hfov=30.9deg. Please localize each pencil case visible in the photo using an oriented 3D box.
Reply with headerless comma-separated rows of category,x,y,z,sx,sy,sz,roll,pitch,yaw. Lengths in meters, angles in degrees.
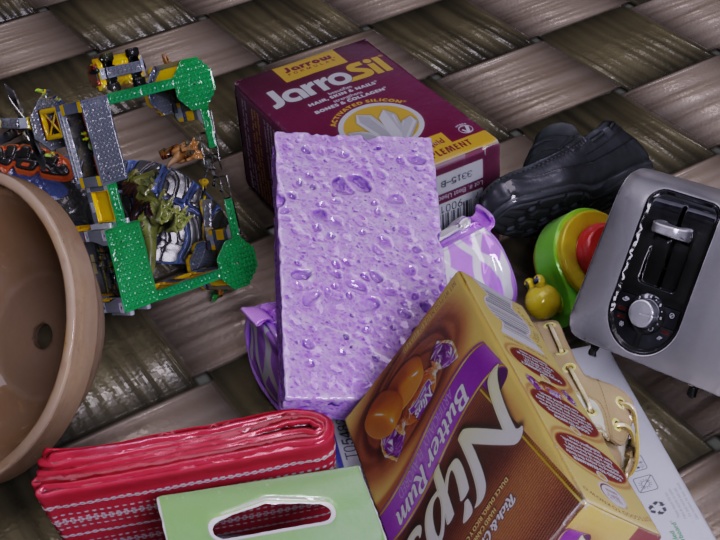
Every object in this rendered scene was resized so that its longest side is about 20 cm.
pencil case,0.016,0.027,0.890,0.199,0.086,0.084,-26,44,-26

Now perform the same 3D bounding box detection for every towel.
towel,-0.083,0.126,0.682,0.143,0.201,0.023,-9,62,-6

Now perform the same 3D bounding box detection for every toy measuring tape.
toy measuring tape,0.187,-0.026,0.953,0.199,0.074,0.073,-32,46,-29

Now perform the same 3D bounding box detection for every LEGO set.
LEGO set,-0.171,-0.056,0.940,0.115,0.202,0.153,-1,23,46

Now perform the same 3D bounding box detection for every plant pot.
plant pot,-0.235,0.041,0.852,0.200,0.203,0.092,21,2,29

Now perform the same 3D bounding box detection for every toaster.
toaster,0.259,0.024,0.798,0.180,0.120,0.199,24,11,40

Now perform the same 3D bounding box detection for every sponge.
sponge,0.000,0.000,0.837,0.110,0.030,0.202,2,57,-11

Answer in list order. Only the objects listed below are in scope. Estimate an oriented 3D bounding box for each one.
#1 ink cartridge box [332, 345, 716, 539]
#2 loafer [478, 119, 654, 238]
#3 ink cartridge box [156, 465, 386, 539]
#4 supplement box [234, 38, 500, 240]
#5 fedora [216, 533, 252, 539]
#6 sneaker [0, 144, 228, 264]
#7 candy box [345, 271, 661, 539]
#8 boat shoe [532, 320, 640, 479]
ink cartridge box,0.088,0.135,0.779,0.198,0.041,0.200,-9,38,-7
loafer,0.149,-0.074,0.988,0.200,0.068,0.071,-18,72,-47
ink cartridge box,-0.023,0.185,0.562,0.103,0.060,0.201,-7,43,-15
supplement box,0.004,-0.083,1.020,0.130,0.104,0.200,-23,41,-22
fedora,-0.066,0.220,0.638,0.198,0.091,0.178,-3,38,-11
sneaker,-0.196,-0.054,1.022,0.198,0.076,0.078,17,-1,3
candy box,0.064,0.103,0.676,0.056,0.117,0.200,26,20,-28
boat shoe,0.124,0.089,0.741,0.066,0.075,0.201,-17,39,-9
